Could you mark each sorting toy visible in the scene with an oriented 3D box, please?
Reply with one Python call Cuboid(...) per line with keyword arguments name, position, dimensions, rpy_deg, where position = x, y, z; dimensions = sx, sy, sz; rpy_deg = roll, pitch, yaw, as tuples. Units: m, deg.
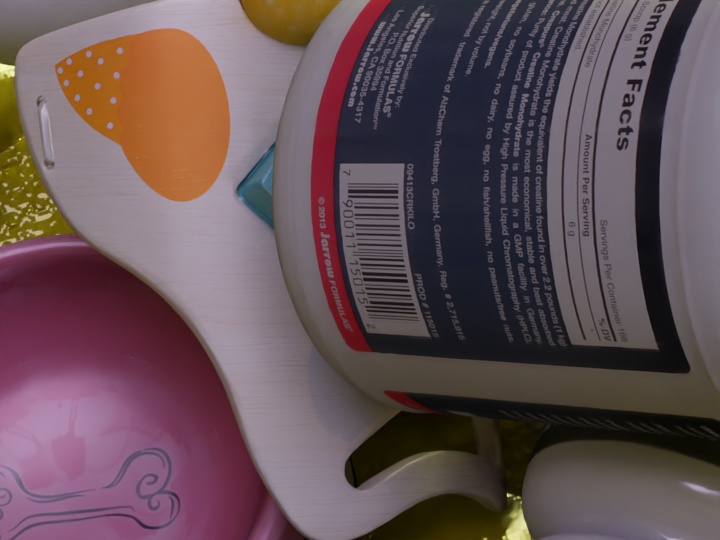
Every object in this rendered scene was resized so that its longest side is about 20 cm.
Cuboid(name="sorting toy", position=(0.000, 0.000, 0.785), dimensions=(0.106, 0.199, 0.181), rpy_deg=(-18, 81, 34))

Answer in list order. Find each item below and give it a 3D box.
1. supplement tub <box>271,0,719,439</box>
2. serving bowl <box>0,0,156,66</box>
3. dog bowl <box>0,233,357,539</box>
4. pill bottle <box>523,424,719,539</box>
Cuboid(name="supplement tub", position=(0.087, -0.023, 0.663), dimensions=(0.199, 0.140, 0.141), rpy_deg=(3, 57, 39))
Cuboid(name="serving bowl", position=(-0.131, -0.184, 0.904), dimensions=(0.199, 0.066, 0.202), rpy_deg=(-1, 83, 12))
Cuboid(name="dog bowl", position=(-0.100, 0.075, 0.803), dimensions=(0.198, 0.074, 0.201), rpy_deg=(-1, 63, 1))
Cuboid(name="pill bottle", position=(0.122, 0.054, 0.775), dimensions=(0.113, 0.114, 0.201), rpy_deg=(19, 64, 11))
